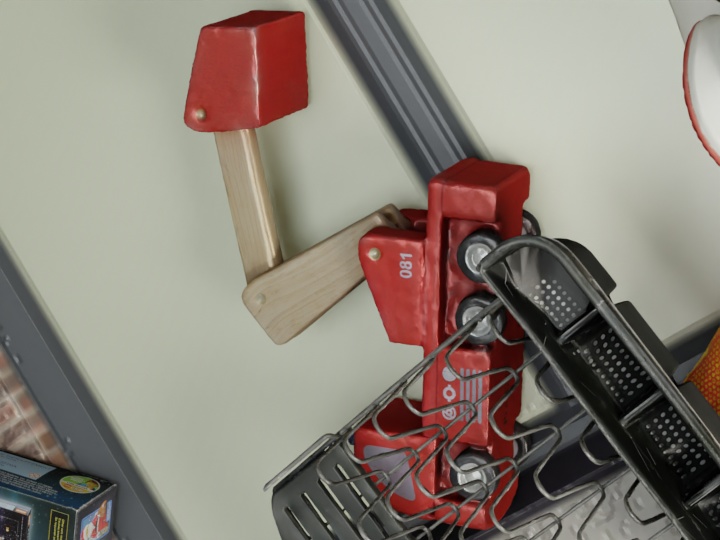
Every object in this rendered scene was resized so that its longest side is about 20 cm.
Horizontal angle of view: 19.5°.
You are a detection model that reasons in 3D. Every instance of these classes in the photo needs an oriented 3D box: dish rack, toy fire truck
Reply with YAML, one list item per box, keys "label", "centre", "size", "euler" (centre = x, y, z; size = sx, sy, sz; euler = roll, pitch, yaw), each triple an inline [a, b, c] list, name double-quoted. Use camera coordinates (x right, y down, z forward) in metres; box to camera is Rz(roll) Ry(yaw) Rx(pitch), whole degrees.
- label: "dish rack"
  centre: [0.052, 0.095, 0.797]
  size: [0.200, 0.054, 0.154]
  euler: [-41, 81, 28]
- label: "toy fire truck"
  centre: [0.000, 0.000, 0.857]
  size: [0.140, 0.049, 0.202]
  euler: [8, 107, 22]

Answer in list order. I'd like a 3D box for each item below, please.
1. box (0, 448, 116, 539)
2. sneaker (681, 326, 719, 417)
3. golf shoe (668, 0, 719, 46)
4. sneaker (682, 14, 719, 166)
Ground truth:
- label: "box"
  centre: [-0.191, 0.181, 0.992]
  size: [0.136, 0.038, 0.201]
  euler: [14, 108, 19]
- label: "sneaker"
  centre: [0.152, 0.038, 0.790]
  size: [0.077, 0.073, 0.201]
  euler: [17, 107, 29]
- label: "golf shoe"
  centre: [0.113, -0.148, 0.761]
  size: [0.092, 0.072, 0.202]
  euler: [-13, 88, 32]
- label: "sneaker"
  centre: [0.208, -0.031, 0.690]
  size: [0.199, 0.079, 0.115]
  euler: [32, 142, -31]
